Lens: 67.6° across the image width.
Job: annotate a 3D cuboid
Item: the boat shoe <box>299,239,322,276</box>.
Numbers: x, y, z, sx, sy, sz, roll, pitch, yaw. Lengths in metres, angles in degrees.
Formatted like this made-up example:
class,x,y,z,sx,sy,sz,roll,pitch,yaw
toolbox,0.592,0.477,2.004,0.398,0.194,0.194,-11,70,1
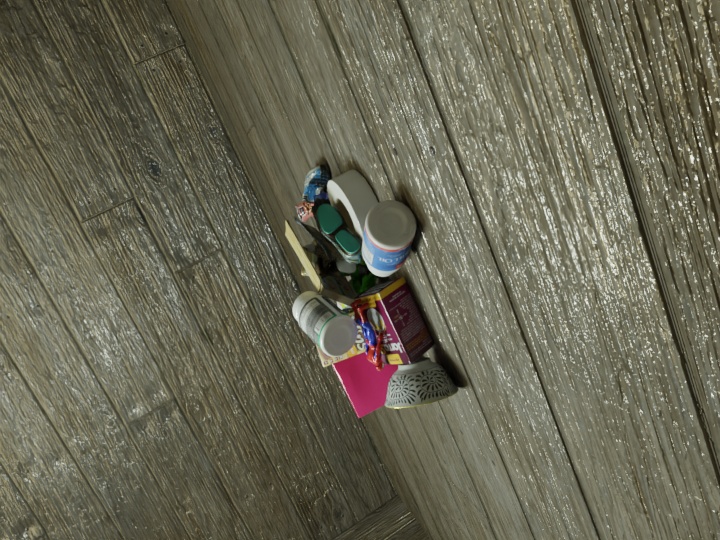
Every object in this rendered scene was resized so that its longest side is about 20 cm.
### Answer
class,x,y,z,sx,sy,sz,roll,pitch,yaw
boat shoe,-0.148,-0.044,1.625,0.201,0.074,0.073,-86,-19,-66

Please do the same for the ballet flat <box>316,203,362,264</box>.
class,x,y,z,sx,sy,sz,roll,pitch,yaw
ballet flat,-0.054,-0.089,1.385,0.201,0.073,0.075,56,166,35

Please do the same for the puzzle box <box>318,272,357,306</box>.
class,x,y,z,sx,sy,sz,roll,pitch,yaw
puzzle box,-0.084,0.039,1.625,0.131,0.026,0.201,23,-164,-28

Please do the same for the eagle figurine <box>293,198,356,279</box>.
class,x,y,z,sx,sy,sz,roll,pitch,yaw
eagle figurine,-0.100,-0.077,1.475,0.152,0.147,0.204,-127,28,-60

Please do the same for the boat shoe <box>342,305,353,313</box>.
class,x,y,z,sx,sy,sz,roll,pitch,yaw
boat shoe,-0.003,0.149,1.586,0.198,0.090,0.072,-6,113,48

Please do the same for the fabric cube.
class,x,y,z,sx,sy,sz,roll,pitch,yaw
fabric cube,0.042,0.292,1.651,0.202,0.194,0.200,60,-171,1

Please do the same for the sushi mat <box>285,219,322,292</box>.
class,x,y,z,sx,sy,sz,roll,pitch,yaw
sushi mat,-0.158,-0.037,1.483,0.202,0.012,0.096,59,161,13

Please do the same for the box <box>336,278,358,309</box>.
class,x,y,z,sx,sy,sz,roll,pitch,yaw
box,-0.003,0.127,1.770,0.112,0.101,0.202,36,156,22

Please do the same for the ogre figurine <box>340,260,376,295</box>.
class,x,y,z,sx,sy,sz,roll,pitch,yaw
ogre figurine,0.000,0.000,1.582,0.203,0.097,0.120,63,163,-9

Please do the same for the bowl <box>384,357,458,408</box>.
class,x,y,z,sx,sy,sz,roll,pitch,yaw
bowl,0.148,0.283,1.396,0.201,0.196,0.097,153,104,-77

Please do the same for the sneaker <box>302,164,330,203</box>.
class,x,y,z,sx,sy,sz,roll,pitch,yaw
sneaker,-0.141,-0.286,1.651,0.200,0.073,0.089,136,137,-65

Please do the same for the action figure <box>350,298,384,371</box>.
class,x,y,z,sx,sy,sz,roll,pitch,yaw
action figure,0.027,0.174,1.395,0.065,0.051,0.204,16,126,54

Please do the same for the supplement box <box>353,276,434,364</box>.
class,x,y,z,sx,sy,sz,roll,pitch,yaw
supplement box,0.087,0.135,1.422,0.130,0.102,0.203,-18,99,56

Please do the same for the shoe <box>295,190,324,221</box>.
class,x,y,z,sx,sy,sz,roll,pitch,yaw
shoe,-0.163,-0.214,1.812,0.073,0.090,0.200,62,167,-1

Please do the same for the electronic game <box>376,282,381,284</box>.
class,x,y,z,sx,sy,sz,roll,pitch,yaw
electronic game,0.098,0.127,1.570,0.202,0.041,0.201,58,166,23

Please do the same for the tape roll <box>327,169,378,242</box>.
class,x,y,z,sx,sy,sz,roll,pitch,yaw
tape roll,-0.011,-0.152,1.389,0.204,0.070,0.204,57,165,23

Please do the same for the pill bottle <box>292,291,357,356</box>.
class,x,y,z,sx,sy,sz,roll,pitch,yaw
pill bottle,-0.100,0.136,1.439,0.199,0.112,0.115,34,150,53

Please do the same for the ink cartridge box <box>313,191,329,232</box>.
class,x,y,z,sx,sy,sz,roll,pitch,yaw
ink cartridge box,-0.090,-0.142,1.630,0.202,0.075,0.138,75,-179,-48

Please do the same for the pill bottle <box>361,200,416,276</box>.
class,x,y,z,sx,sy,sz,roll,pitch,yaw
pill bottle,0.059,-0.061,1.206,0.114,0.111,0.201,58,167,17

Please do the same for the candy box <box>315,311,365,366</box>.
class,x,y,z,sx,sy,sz,roll,pitch,yaw
candy box,-0.031,0.183,1.525,0.118,0.196,0.055,69,-165,4
